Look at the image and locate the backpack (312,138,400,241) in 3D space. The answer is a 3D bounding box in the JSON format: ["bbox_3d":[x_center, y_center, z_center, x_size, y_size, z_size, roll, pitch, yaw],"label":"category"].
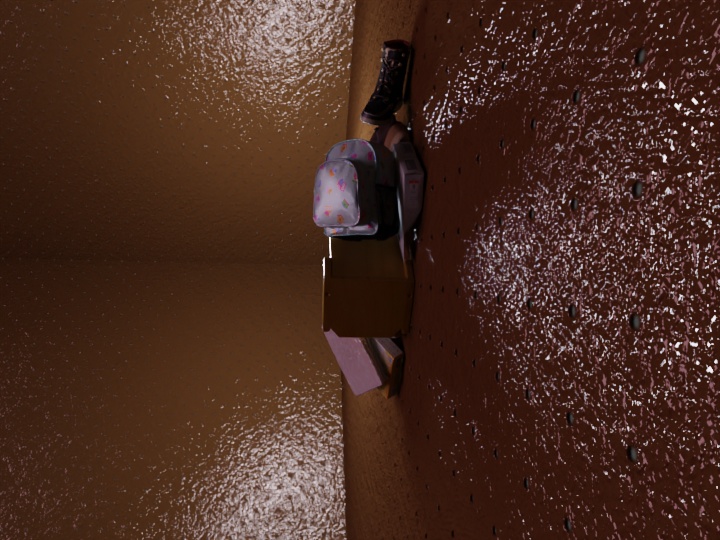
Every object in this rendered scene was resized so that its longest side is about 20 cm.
[{"bbox_3d":[-0.010,-0.174,1.129,0.172,0.151,0.208,1,85,42],"label":"backpack"}]

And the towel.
[{"bbox_3d":[-0.017,0.205,1.338,0.205,0.032,0.191,63,150,8],"label":"towel"}]

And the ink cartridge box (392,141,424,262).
[{"bbox_3d":[0.101,-0.147,1.148,0.164,0.048,0.206,-98,2,-56],"label":"ink cartridge box"}]

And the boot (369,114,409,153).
[{"bbox_3d":[0.044,-0.264,1.271,0.202,0.071,0.168,-54,26,19],"label":"boot"}]

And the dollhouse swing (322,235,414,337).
[{"bbox_3d":[0.009,0.024,1.216,0.177,0.192,0.188,-102,14,-62],"label":"dollhouse swing"}]

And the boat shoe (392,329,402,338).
[{"bbox_3d":[0.029,0.083,1.269,0.202,0.070,0.070,55,136,16],"label":"boat shoe"}]

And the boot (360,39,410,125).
[{"bbox_3d":[0.060,-0.428,1.217,0.201,0.071,0.154,-51,-24,-49],"label":"boot"}]

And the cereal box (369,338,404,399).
[{"bbox_3d":[0.027,0.199,1.331,0.199,0.039,0.148,42,141,38],"label":"cereal box"}]
